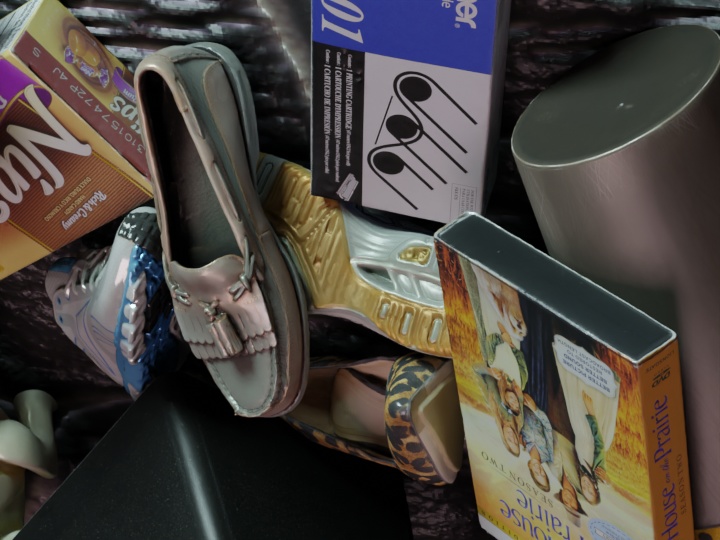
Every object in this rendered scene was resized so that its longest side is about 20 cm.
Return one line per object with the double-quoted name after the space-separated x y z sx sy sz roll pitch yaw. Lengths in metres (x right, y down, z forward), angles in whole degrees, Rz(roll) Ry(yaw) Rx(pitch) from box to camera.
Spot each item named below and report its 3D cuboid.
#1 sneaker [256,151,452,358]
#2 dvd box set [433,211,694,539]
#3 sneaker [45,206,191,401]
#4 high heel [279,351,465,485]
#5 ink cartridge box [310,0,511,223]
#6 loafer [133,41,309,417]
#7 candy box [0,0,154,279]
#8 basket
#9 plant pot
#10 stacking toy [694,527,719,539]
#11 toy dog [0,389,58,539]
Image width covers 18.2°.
0.000 0.000 1.218 0.199 0.076 0.088 27 -177 22 "sneaker"
0.102 0.083 1.102 0.146 0.029 0.201 34 146 42 "dvd box set"
-0.144 0.014 1.283 0.086 0.075 0.200 31 154 9 "sneaker"
-0.009 0.076 1.246 0.142 0.072 0.200 6 176 11 "high heel"
0.024 -0.111 1.111 0.093 0.044 0.201 11 138 10 "ink cartridge box"
-0.080 -0.018 1.164 0.072 0.063 0.201 -12 91 30 "loafer"
-0.203 -0.063 1.253 0.199 0.057 0.117 -23 122 41 "candy box"
0.166 -0.005 1.090 0.201 0.180 0.136 57 168 -24 "basket"
-0.080 0.215 1.314 0.199 0.178 0.200 28 115 -36 "plant pot"
0.207 0.122 1.168 0.199 0.147 0.147 -7 132 16 "stacking toy"
-0.275 0.124 1.399 0.139 0.193 0.201 1 103 41 "toy dog"
